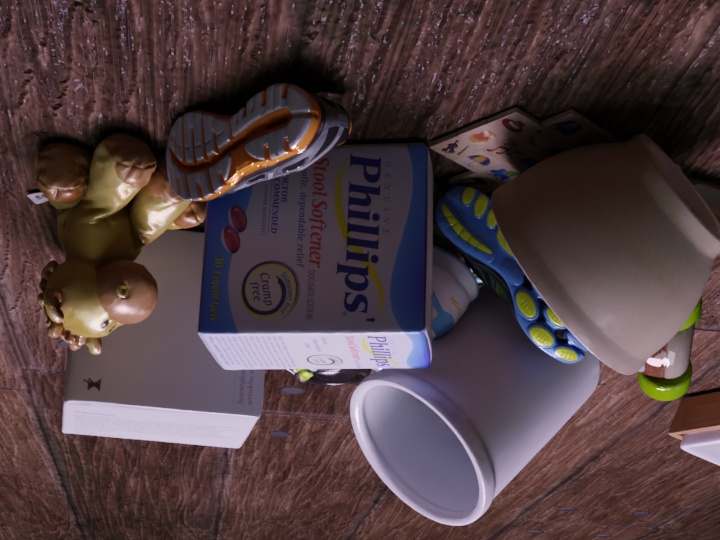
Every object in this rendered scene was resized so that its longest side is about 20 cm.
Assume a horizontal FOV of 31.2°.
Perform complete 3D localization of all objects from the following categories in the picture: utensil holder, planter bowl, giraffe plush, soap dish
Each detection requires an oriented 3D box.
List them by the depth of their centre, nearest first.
[{"bbox_3d":[0.226,-0.031,1.106,0.135,0.201,0.200,-40,141,21],"label":"planter bowl"},{"bbox_3d":[-0.243,-0.014,1.204,0.199,0.163,0.172,-16,152,36],"label":"giraffe plush"},{"bbox_3d":[0.117,0.123,1.270,0.200,0.170,0.170,-37,180,-33],"label":"utensil holder"},{"bbox_3d":[0.556,0.224,1.834,0.157,0.082,0.199,-18,151,41],"label":"soap dish"}]

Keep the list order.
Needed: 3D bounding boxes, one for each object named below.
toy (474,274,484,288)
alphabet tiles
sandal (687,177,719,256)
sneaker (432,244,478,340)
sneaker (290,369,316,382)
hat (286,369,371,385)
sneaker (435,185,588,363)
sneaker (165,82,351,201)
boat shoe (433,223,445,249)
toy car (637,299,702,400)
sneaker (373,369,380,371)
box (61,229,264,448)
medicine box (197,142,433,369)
[{"bbox_3d":[0.129,0.037,1.452,0.199,0.048,0.115,-5,158,17],"label":"toy"},{"bbox_3d":[0.164,-0.095,1.182,0.167,0.008,0.199,-18,150,41],"label":"alphabet tiles"},{"bbox_3d":[0.373,-0.038,1.202,0.199,0.081,0.054,16,171,-21],"label":"sandal"},{"bbox_3d":[0.012,0.001,1.253,0.199,0.081,0.077,24,147,29],"label":"sneaker"},{"bbox_3d":[-0.084,0.010,1.289,0.081,0.201,0.074,-35,-170,-5],"label":"sneaker"},{"bbox_3d":[-0.043,0.090,1.505,0.199,0.081,0.201,13,163,4],"label":"hat"},{"bbox_3d":[0.151,-0.001,1.217,0.071,0.200,0.083,-43,172,8],"label":"sneaker"},{"bbox_3d":[-0.091,-0.103,1.099,0.199,0.079,0.077,-10,174,42],"label":"sneaker"},{"bbox_3d":[0.000,0.000,1.353,0.199,0.062,0.073,-14,153,34],"label":"boat shoe"},{"bbox_3d":[0.241,0.022,1.298,0.199,0.158,0.165,8,148,16],"label":"toy car"},{"bbox_3d":[0.101,0.071,1.400,0.199,0.080,0.131,16,133,-17],"label":"sneaker"},{"bbox_3d":[-0.205,0.069,1.357,0.199,0.200,0.131,7,158,-12],"label":"box"},{"bbox_3d":[-0.034,-0.012,1.166,0.199,0.183,0.103,-1,158,7],"label":"medicine box"}]
